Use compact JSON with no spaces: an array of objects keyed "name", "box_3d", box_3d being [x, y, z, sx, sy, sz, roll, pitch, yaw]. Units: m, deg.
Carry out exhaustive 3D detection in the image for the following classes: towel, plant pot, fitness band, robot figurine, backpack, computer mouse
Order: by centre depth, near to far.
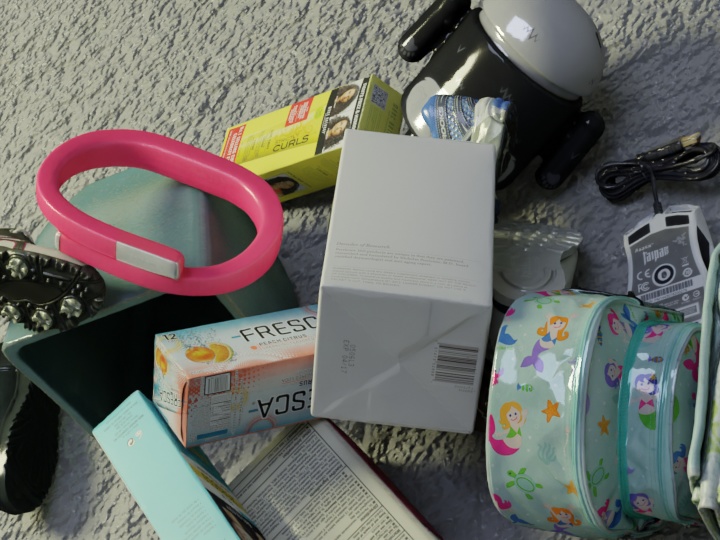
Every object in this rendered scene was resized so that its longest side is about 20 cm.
[{"name":"towel","box_3d":[0.270,0.097,1.149,0.048,0.171,0.201,0,60,28]},{"name":"backpack","box_3d":[0.169,0.100,1.168,0.150,0.200,0.179,2,83,35]},{"name":"fitness band","box_3d":[-0.157,-0.047,1.321,0.199,0.038,0.144,22,41,13]},{"name":"computer mouse","box_3d":[0.241,-0.013,1.324,0.109,0.044,0.201,-18,51,27]},{"name":"robot figurine","box_3d":[0.115,-0.149,1.417,0.200,0.150,0.125,-48,35,24]},{"name":"plant pot","box_3d":[-0.167,0.012,1.454,0.195,0.197,0.201,-19,47,18]}]

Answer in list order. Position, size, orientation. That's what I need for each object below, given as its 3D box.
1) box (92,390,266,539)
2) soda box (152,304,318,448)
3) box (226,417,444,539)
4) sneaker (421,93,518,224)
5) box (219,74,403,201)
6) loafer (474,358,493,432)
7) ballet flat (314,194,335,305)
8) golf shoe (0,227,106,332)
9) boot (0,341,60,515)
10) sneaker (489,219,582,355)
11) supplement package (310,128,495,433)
[{"name":"box","box_3d":[-0.119,0.179,1.237,0.049,0.082,0.200,-42,49,0]},{"name":"soda box","box_3d":[-0.055,0.073,1.281,0.199,0.064,0.068,-9,32,-27]},{"name":"box","box_3d":[-0.006,0.221,1.270,0.128,0.109,0.200,-44,49,-2]},{"name":"sneaker","box_3d":[0.069,-0.057,1.369,0.085,0.201,0.077,18,29,12]},{"name":"box","box_3d":[-0.048,-0.111,1.514,0.199,0.050,0.076,-14,54,46]},{"name":"loafer","box_3d":[0.077,0.097,1.337,0.071,0.073,0.200,-52,43,1]},{"name":"ballet flat","box_3d":[0.000,0.000,1.400,0.070,0.071,0.201,14,91,36]},{"name":"golf shoe","box_3d":[-0.278,-0.004,1.352,0.199,0.078,0.088,3,37,30]},{"name":"boot","box_3d":[-0.363,0.149,1.543,0.167,0.077,0.201,-15,47,17]},{"name":"sneaker","box_3d":[0.130,0.018,1.318,0.076,0.081,0.200,4,21,13]},{"name":"supplement package","box_3d":[0.034,0.003,1.230,0.119,0.122,0.201,6,38,1]}]
